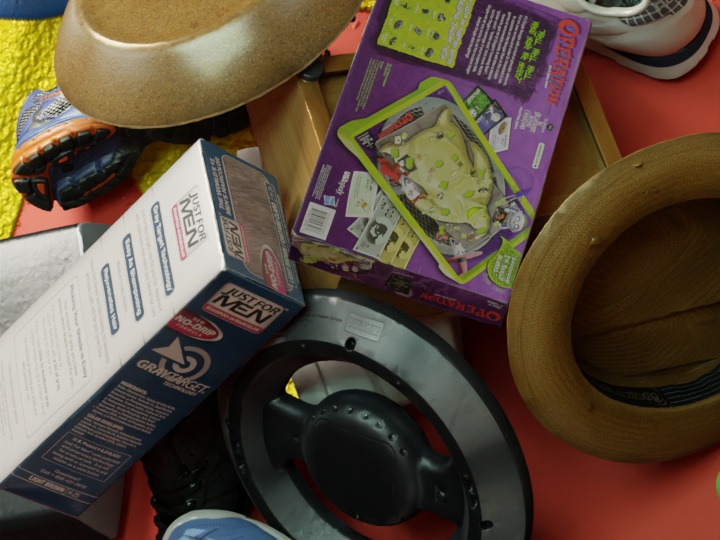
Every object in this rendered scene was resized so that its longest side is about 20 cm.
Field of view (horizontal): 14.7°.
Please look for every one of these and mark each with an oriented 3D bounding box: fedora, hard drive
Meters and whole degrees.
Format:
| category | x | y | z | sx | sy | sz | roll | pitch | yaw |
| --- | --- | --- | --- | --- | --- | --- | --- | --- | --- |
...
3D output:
| category | x | y | z | sx | sy | sz | roll | pitch | yaw |
| --- | --- | --- | --- | --- | --- | --- | --- | --- | --- |
| fedora | 0.155 | 0.004 | 1.479 | 0.201 | 0.201 | 0.082 | -46 | 35 | 0 |
| hard drive | -0.205 | 0.070 | 1.680 | 0.134 | 0.042 | 0.201 | -10 | 65 | 20 |

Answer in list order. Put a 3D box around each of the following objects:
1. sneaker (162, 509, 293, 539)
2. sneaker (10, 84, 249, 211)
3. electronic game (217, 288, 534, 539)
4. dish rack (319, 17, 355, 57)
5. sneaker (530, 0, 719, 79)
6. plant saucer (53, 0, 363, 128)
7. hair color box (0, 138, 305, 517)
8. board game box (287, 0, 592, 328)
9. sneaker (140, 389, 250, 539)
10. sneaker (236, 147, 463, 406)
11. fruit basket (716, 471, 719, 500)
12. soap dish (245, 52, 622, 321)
| category | x | y | z | sx | sy | sz | roll | pitch | yaw |
| --- | --- | --- | --- | --- | --- | --- | --- | --- | --- |
| sneaker | -0.039 | 0.207 | 1.498 | 0.076 | 0.077 | 0.200 | -44 | 74 | 10 |
| sneaker | -0.131 | -0.116 | 1.710 | 0.199 | 0.075 | 0.079 | -24 | 50 | 6 |
| electronic game | 0.006 | 0.100 | 1.502 | 0.199 | 0.201 | 0.042 | 17 | 38 | 29 |
| dish rack | -0.025 | -0.196 | 1.658 | 0.200 | 0.055 | 0.153 | -40 | 42 | -26 |
| sneaker | 0.110 | -0.172 | 1.621 | 0.199 | 0.080 | 0.077 | 13 | 76 | 31 |
| plant saucer | -0.090 | -0.162 | 1.579 | 0.199 | 0.036 | 0.201 | -15 | 42 | 14 |
| hair color box | -0.121 | 0.034 | 1.513 | 0.200 | 0.060 | 0.100 | -43 | 41 | 28 |
| board game box | 0.045 | -0.072 | 1.491 | 0.119 | 0.032 | 0.201 | 16 | 55 | 5 |
| sneaker | -0.101 | 0.110 | 1.575 | 0.060 | 0.104 | 0.201 | 2 | 67 | 40 |
| sneaker | 0.000 | 0.000 | 1.611 | 0.115 | 0.074 | 0.201 | -19 | 58 | 0 |
| fruit basket | 0.288 | 0.106 | 1.410 | 0.215 | 0.156 | 0.216 | -25 | 18 | 8 |
| soap dish | 0.051 | -0.056 | 1.548 | 0.199 | 0.081 | 0.158 | -9 | 58 | -15 |
